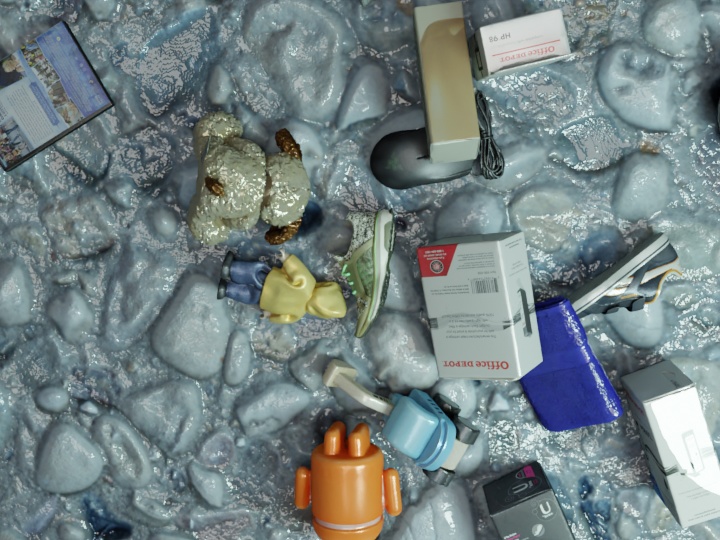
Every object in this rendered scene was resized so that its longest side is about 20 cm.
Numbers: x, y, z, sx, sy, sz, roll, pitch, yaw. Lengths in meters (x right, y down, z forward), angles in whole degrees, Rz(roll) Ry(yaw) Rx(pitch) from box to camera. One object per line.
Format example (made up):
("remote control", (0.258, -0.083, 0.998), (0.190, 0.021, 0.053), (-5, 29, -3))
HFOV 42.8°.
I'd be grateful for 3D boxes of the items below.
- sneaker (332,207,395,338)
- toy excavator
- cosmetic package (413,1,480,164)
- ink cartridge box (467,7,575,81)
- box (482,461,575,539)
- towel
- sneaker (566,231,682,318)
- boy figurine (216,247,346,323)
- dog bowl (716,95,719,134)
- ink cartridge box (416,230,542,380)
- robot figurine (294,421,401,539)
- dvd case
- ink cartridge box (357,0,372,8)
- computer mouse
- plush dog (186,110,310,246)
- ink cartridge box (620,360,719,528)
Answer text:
("sneaker", (0.000, 0.000, 1.391), (0.087, 0.077, 0.203), (9, 92, 10))
("toy excavator", (0.055, 0.215, 1.391), (0.199, 0.194, 0.101), (27, 99, -31))
("cosmetic package", (0.121, -0.263, 1.300), (0.070, 0.105, 0.203), (-7, 81, 2))
("ink cartridge box", (0.219, -0.311, 1.270), (0.114, 0.200, 0.068), (-13, 98, 2))
("box", (0.277, 0.421, 1.414), (0.105, 0.122, 0.202), (-24, 98, 5))
("towel", (0.299, 0.142, 1.387), (0.147, 0.049, 0.202), (-21, 100, 46))
("sneaker", (0.394, 0.031, 1.378), (0.199, 0.078, 0.080), (-35, 94, 5))
("boy figurine", (-0.115, 0.024, 1.388), (0.197, 0.065, 0.126), (11, 118, -2))
("dog bowl", (0.614, -0.232, 1.339), (0.197, 0.074, 0.203), (0, 99, 0))
("ink cartridge box", (0.176, 0.052, 1.350), (0.143, 0.083, 0.203), (-4, 99, 38))
("robot figurine", (-0.022, 0.338, 1.411), (0.142, 0.116, 0.203), (-5, 98, -26))
("dvd case", (-0.489, -0.260, 1.380), (0.198, 0.018, 0.144), (-30, 97, 4))
("ink cartridge box", (-0.038, -0.451, 1.253), (0.043, 0.200, 0.174), (-40, 96, 7))
("computer mouse", (0.110, -0.180, 1.365), (0.197, 0.053, 0.140), (-16, 98, 3))
("plush dog", (-0.154, -0.126, 1.343), (0.169, 0.160, 0.203), (2, 99, -23))
("ink cartridge box", (0.470, 0.255, 1.375), (0.083, 0.146, 0.202), (-19, 97, 5))
